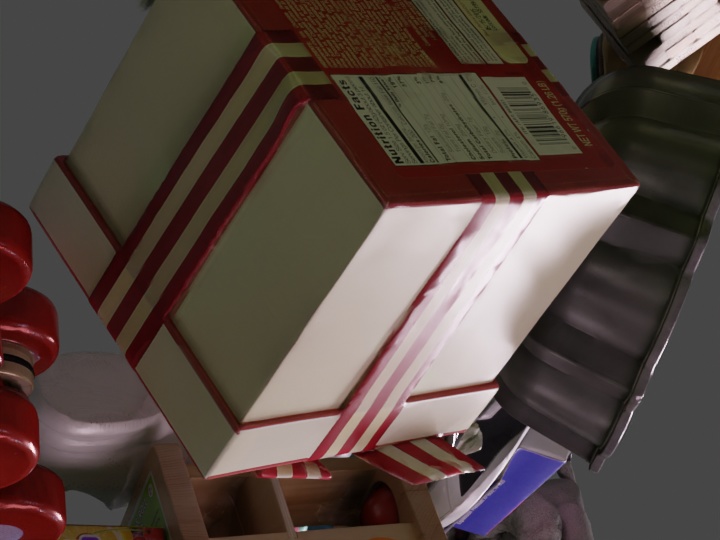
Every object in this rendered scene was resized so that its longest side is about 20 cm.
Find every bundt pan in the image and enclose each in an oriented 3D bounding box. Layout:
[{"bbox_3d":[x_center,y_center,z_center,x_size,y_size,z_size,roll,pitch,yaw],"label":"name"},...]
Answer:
[{"bbox_3d":[0.115,-0.010,1.134,0.202,0.076,0.202,21,90,-89],"label":"bundt pan"}]

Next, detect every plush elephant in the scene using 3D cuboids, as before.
[{"bbox_3d":[0.072,0.187,1.550,0.155,0.200,0.165,-9,151,0],"label":"plush elephant"}]

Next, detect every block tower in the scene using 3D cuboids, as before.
[{"bbox_3d":[0.119,-0.155,1.096,0.058,0.054,0.200,-36,155,2],"label":"block tower"}]

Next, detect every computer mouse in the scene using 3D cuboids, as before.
[{"bbox_3d":[0.084,0.063,1.364,0.200,0.044,0.110,-52,-170,-27],"label":"computer mouse"}]

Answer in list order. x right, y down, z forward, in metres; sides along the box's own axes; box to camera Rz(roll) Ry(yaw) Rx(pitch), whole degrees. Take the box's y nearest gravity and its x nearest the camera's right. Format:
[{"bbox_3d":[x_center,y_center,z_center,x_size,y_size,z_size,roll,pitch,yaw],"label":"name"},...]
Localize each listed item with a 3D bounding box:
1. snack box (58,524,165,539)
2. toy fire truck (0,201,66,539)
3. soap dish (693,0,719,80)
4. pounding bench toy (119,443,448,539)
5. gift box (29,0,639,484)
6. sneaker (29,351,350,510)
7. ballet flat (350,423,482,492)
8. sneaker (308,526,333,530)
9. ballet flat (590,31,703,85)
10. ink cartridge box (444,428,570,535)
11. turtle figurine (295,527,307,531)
[{"bbox_3d":[-0.213,0.180,1.158,0.200,0.068,0.169,5,151,-24],"label":"snack box"},{"bbox_3d":[-0.217,0.055,1.017,0.168,0.112,0.200,-5,153,-1],"label":"toy fire truck"},{"bbox_3d":[0.249,-0.143,1.247,0.157,0.081,0.200,-20,150,-30],"label":"soap dish"},{"bbox_3d":[-0.044,0.194,1.226,0.156,0.124,0.200,-1,139,-25],"label":"pounding bench toy"},{"bbox_3d":[-0.005,-0.018,1.035,0.200,0.185,0.187,0,137,-42],"label":"gift box"},{"bbox_3d":[-0.097,0.089,1.229,0.200,0.075,0.089,6,130,-34],"label":"sneaker"},{"bbox_3d":[0.042,0.073,1.276,0.068,0.068,0.200,-16,152,-36],"label":"ballet flat"},{"bbox_3d":[-0.014,0.141,1.450,0.081,0.077,0.200,-28,162,-34],"label":"sneaker"},{"bbox_3d":[0.156,-0.038,1.254,0.063,0.069,0.200,1,127,10],"label":"ballet flat"},{"bbox_3d":[0.104,0.093,1.420,0.095,0.037,0.200,-49,-177,45],"label":"ink cartridge box"},{"bbox_3d":[-0.104,0.144,1.310,0.200,0.101,0.150,-19,147,-15],"label":"turtle figurine"}]
